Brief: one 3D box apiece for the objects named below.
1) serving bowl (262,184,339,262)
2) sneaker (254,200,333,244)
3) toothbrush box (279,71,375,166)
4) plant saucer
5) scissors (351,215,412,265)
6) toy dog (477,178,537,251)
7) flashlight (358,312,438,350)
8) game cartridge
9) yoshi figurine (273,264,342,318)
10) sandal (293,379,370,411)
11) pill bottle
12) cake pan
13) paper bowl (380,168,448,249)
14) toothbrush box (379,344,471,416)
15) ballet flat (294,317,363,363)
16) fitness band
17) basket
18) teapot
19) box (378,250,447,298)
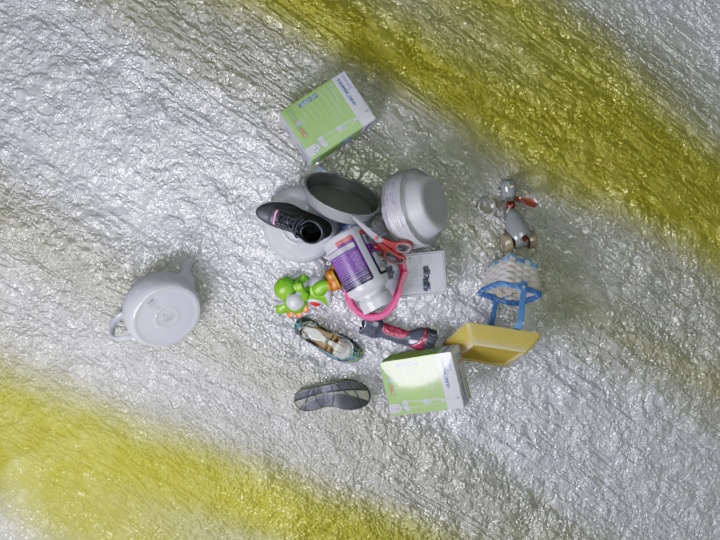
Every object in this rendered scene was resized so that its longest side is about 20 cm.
[{"bbox_3d":[-0.153,-0.113,1.714,0.199,0.066,0.201,0,101,2],"label":"serving bowl"},{"bbox_3d":[-0.165,-0.118,1.629,0.199,0.099,0.071,17,103,0],"label":"sneaker"},{"bbox_3d":[-0.085,-0.384,1.726,0.200,0.086,0.146,-35,91,-8],"label":"toothbrush box"},{"bbox_3d":[0.334,0.199,1.745,0.199,0.200,0.049,9,65,-9],"label":"plant saucer"},{"bbox_3d":[0.042,-0.069,1.644,0.199,0.014,0.073,23,121,-30],"label":"scissors"},{"bbox_3d":[0.416,-0.141,1.811,0.132,0.096,0.201,-33,95,-8],"label":"toy dog"},{"bbox_3d":[0.102,0.159,1.780,0.199,0.068,0.068,20,61,-7],"label":"flashlight"},{"bbox_3d":[-0.064,-0.163,1.768,0.199,0.042,0.134,33,81,-8],"label":"game cartridge"},{"bbox_3d":[-0.142,0.038,1.713,0.199,0.112,0.112,-27,140,18],"label":"yoshi figurine"},{"bbox_3d":[-0.073,0.320,1.761,0.200,0.057,0.080,-4,97,6],"label":"sandal"},{"bbox_3d":[0.000,0.000,1.653,0.111,0.111,0.201,-27,88,-8],"label":"pill bottle"},{"bbox_3d":[-0.048,-0.177,1.670,0.199,0.201,0.037,17,121,-9],"label":"cake pan"},{"bbox_3d":[0.148,-0.160,1.713,0.200,0.104,0.202,19,65,-47],"label":"paper bowl"},{"bbox_3d":[0.165,0.281,1.733,0.199,0.086,0.146,-13,94,25],"label":"toothbrush box"},{"bbox_3d":[-0.082,0.186,1.749,0.199,0.074,0.075,25,86,-8],"label":"ballet flat"},{"bbox_3d":[0.040,0.028,1.724,0.143,0.037,0.201,20,90,3],"label":"fitness band"},{"bbox_3d":[0.389,0.067,1.768,0.138,0.176,0.201,19,76,-12],"label":"basket"},{"bbox_3d":[-0.496,0.081,1.650,0.199,0.146,0.198,-3,119,-36],"label":"teapot"},{"bbox_3d":[0.124,0.012,1.784,0.199,0.060,0.117,-6,91,-8],"label":"box"}]
